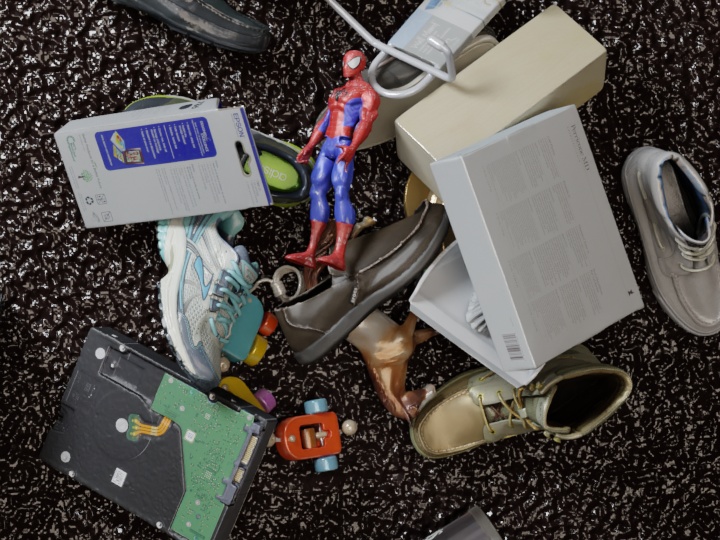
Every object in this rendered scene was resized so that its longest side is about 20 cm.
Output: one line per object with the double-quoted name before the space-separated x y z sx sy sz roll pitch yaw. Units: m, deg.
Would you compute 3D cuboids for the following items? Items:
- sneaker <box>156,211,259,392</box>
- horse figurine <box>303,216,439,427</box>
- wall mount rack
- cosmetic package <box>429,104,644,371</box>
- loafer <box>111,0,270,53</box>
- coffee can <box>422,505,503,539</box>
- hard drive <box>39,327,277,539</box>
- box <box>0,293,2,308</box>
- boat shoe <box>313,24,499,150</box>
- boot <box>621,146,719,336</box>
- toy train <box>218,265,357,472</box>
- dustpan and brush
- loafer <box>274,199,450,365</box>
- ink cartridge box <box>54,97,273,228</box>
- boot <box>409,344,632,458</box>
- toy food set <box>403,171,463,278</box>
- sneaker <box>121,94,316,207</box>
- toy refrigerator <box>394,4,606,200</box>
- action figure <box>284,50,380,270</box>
"sneaker" -0.136 0.015 1.613 0.086 0.078 0.201 -13 56 6
"horse figurine" 0.014 0.037 1.704 0.200 0.050 0.133 42 82 -12
"wall mount rack" 0.053 -0.262 1.656 0.173 0.075 0.200 29 67 28
"cosmetic package" 0.161 -0.030 1.597 0.150 0.052 0.201 -25 99 -33
"loafer" -0.171 -0.261 1.638 0.200 0.068 0.071 25 100 -7
"coffee can" 0.064 0.337 1.689 0.199 0.146 0.147 -30 99 -5
"hard drive" -0.188 0.155 1.637 0.199 0.038 0.140 25 99 22
"box" -0.430 0.115 1.605 0.199 0.124 0.198 4 93 -10
"boat shoe" 0.039 -0.178 1.691 0.199 0.057 0.067 -29 138 -2
"boot" 0.314 -0.024 1.720 0.073 0.096 0.201 -27 99 -5
"toy train" -0.091 0.102 1.695 0.150 0.056 0.201 -11 87 -33
"dustpan and brush" 0.146 -0.010 1.647 0.139 0.057 0.200 36 54 -8
"loafer" 0.000 0.000 1.633 0.200 0.073 0.071 -43 98 1
"ink cartridge box" -0.173 -0.098 1.610 0.199 0.039 0.100 -4 114 24
"boot" 0.149 0.131 1.678 0.199 0.155 0.072 -23 99 -6
"toy food set" 0.146 -0.031 1.707 0.199 0.049 0.199 -15 90 -16
"sneaker" -0.128 -0.113 1.652 0.199 0.081 0.074 16 92 -10
"toy refrigerator" 0.132 -0.154 1.665 0.200 0.070 0.076 -37 65 -17
"action figure" -0.022 -0.103 1.611 0.052 0.065 0.201 22 77 -42
